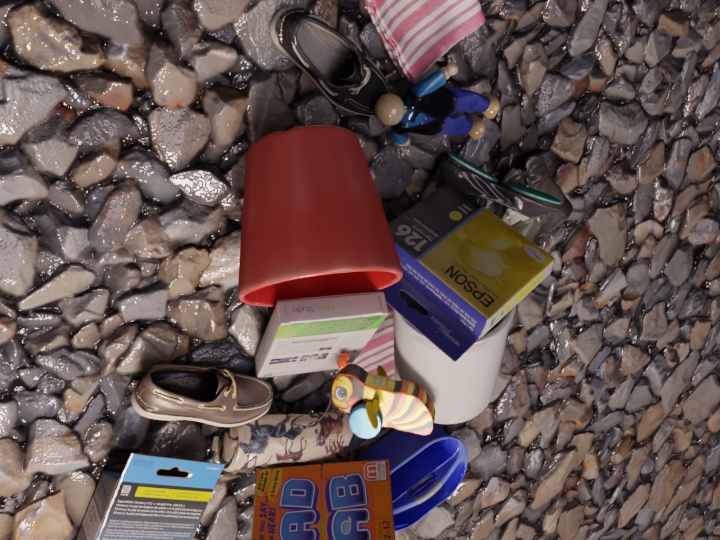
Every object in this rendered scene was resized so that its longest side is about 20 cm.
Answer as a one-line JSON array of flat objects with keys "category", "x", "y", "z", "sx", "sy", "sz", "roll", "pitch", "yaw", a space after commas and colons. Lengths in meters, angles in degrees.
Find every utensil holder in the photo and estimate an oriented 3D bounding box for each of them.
[{"category": "utensil holder", "x": 0.125, "y": 0.098, "z": 1.078, "sx": 0.167, "sy": 0.171, "sz": 0.202, "roll": -24, "pitch": 141, "yaw": -20}]

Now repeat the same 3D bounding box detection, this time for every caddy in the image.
[{"category": "caddy", "x": 0.089, "y": 0.344, "z": 1.267, "sx": 0.198, "sy": 0.105, "sz": 0.143, "roll": -33, "pitch": 125, "yaw": -15}]

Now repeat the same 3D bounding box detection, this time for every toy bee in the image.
[{"category": "toy bee", "x": 0.003, "y": 0.169, "z": 1.027, "sx": 0.195, "sy": 0.131, "sz": 0.111, "roll": -7, "pitch": 110, "yaw": -10}]

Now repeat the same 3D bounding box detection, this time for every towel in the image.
[{"category": "towel", "x": 0.073, "y": -0.362, "z": 0.961, "sx": 0.146, "sy": 0.030, "sz": 0.201, "roll": -42, "pitch": 127, "yaw": -10}, {"category": "towel", "x": 0.034, "y": 0.128, "z": 1.179, "sx": 0.144, "sy": 0.030, "sz": 0.204, "roll": -24, "pitch": 123, "yaw": -22}]

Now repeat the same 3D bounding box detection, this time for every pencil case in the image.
[{"category": "pencil case", "x": -0.113, "y": 0.245, "z": 1.107, "sx": 0.196, "sy": 0.089, "sz": 0.080, "roll": 3, "pitch": 68, "yaw": -30}]

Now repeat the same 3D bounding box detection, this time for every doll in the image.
[{"category": "doll", "x": 0.098, "y": -0.218, "z": 1.018, "sx": 0.197, "sy": 0.049, "sz": 0.137, "roll": -7, "pitch": 144, "yaw": -37}]

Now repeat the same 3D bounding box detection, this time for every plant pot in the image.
[{"category": "plant pot", "x": -0.058, "y": -0.064, "z": 0.911, "sx": 0.197, "sy": 0.199, "sz": 0.182, "roll": -2, "pitch": 78, "yaw": -31}]

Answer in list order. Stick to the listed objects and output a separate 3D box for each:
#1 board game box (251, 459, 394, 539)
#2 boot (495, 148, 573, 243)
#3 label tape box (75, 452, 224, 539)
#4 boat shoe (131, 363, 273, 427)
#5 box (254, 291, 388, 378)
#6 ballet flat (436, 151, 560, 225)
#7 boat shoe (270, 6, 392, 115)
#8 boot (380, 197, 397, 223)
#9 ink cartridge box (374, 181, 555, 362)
[{"category": "board game box", "x": -0.044, "y": 0.420, "z": 1.093, "sx": 0.195, "sy": 0.203, "sz": 0.202, "roll": -4, "pitch": 135, "yaw": 1}, {"category": "boot", "x": 0.234, "y": -0.088, "z": 1.194, "sx": 0.200, "sy": 0.068, "sz": 0.131, "roll": -45, "pitch": 116, "yaw": -6}, {"category": "label tape box", "x": -0.293, "y": 0.328, "z": 1.045, "sx": 0.142, "sy": 0.063, "sz": 0.203, "roll": 17, "pitch": 102, "yaw": -36}, {"category": "boat shoe", "x": -0.201, "y": 0.162, "z": 1.013, "sx": 0.196, "sy": 0.073, "sz": 0.060, "roll": 9, "pitch": 139, "yaw": -31}, {"category": "box", "x": -0.058, "y": 0.089, "z": 1.011, "sx": 0.141, "sy": 0.037, "sz": 0.201, "roll": -4, "pitch": 156, "yaw": -20}, {"category": "ballet flat", "x": 0.198, "y": -0.109, "z": 1.122, "sx": 0.196, "sy": 0.073, "sz": 0.074, "roll": 20, "pitch": 102, "yaw": -12}, {"category": "boat shoe", "x": -0.023, "y": -0.253, "z": 0.941, "sx": 0.199, "sy": 0.060, "sz": 0.075, "roll": 35, "pitch": 90, "yaw": -39}, {"category": "boot", "x": 0.000, "y": 0.000, "z": 1.072, "sx": 0.138, "sy": 0.077, "sz": 0.202, "roll": 32, "pitch": 95, "yaw": -43}, {"category": "ink cartridge box", "x": 0.120, "y": -0.009, "z": 1.002, "sx": 0.199, "sy": 0.197, "sz": 0.048, "roll": -35, "pitch": 152, "yaw": -30}]
